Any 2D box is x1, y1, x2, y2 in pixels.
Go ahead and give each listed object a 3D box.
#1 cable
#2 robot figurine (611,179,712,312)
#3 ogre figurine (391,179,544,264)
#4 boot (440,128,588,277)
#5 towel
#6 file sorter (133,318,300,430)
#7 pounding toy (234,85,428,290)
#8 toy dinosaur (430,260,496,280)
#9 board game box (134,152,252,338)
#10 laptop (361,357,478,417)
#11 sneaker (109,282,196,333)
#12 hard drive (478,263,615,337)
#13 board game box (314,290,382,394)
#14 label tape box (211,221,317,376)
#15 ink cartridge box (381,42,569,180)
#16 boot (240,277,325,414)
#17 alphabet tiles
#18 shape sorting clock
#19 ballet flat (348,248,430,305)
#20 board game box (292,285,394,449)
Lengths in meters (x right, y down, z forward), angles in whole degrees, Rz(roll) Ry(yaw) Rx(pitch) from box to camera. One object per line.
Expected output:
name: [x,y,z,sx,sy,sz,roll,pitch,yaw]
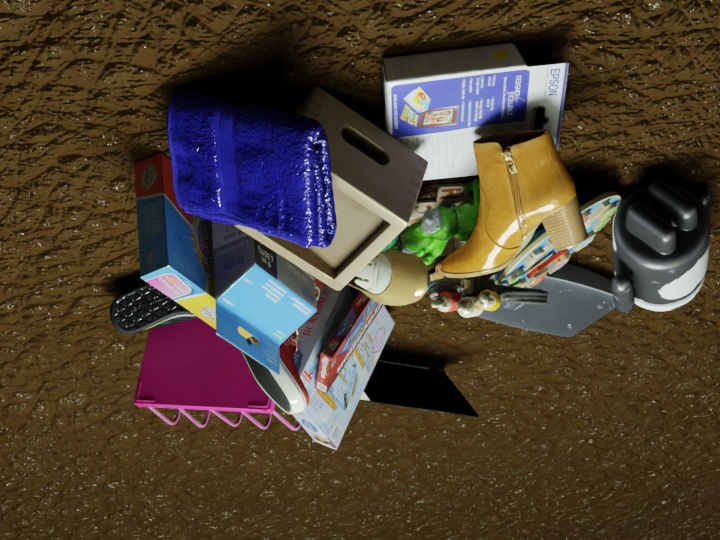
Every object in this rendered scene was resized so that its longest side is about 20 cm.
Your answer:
cable: [0.151,0.038,1.719,0.096,0.051,0.199,-4,171,32]
robot figurine: [0.382,-0.029,1.818,0.148,0.126,0.201,-10,151,5]
ogre figurine: [0.135,-0.054,1.751,0.197,0.100,0.120,13,166,-3]
boot: [0.152,-0.079,1.617,0.199,0.071,0.145,-17,106,35]
towel: [-0.119,-0.104,1.510,0.198,0.049,0.150,14,126,32]
file sorter: [-0.178,0.137,1.928,0.197,0.141,0.126,1,156,20]
pounding toy: [-0.021,-0.085,1.625,0.199,0.143,0.184,32,138,-14]
toy dinosaur: [0.121,0.001,1.885,0.104,0.061,0.200,4,173,-9]
board game box: [-0.189,-0.024,1.679,0.040,0.155,0.200,-20,149,20]
laptop: [0.042,0.197,2.148,0.185,0.117,0.200,11,146,-27]
sneaker: [-0.234,0.031,1.876,0.197,0.073,0.083,-13,177,10]
hard drive: [0.255,0.035,1.987,0.198,0.043,0.135,14,145,-32]
board game box: [0.002,0.056,1.838,0.019,0.201,0.103,28,151,9]
label tape box: [-0.113,0.001,1.688,0.063,0.203,0.144,-20,149,22]
ink cartridge box: [0.124,-0.174,1.598,0.197,0.048,0.199,-8,149,-2]
boot: [-0.081,0.071,1.784,0.143,0.201,0.073,-22,156,-23]
alphabet tiles: [0.156,-0.065,1.828,0.197,0.006,0.167,-4,150,-6]
shape sorting clock: [0.248,-0.029,1.800,0.199,0.039,0.200,-34,169,-7]
ballet flat: [0.000,0.000,1.757,0.062,0.070,0.199,6,-174,-42]
board game box: [-0.034,0.109,1.907,0.041,0.201,0.200,17,159,25]
